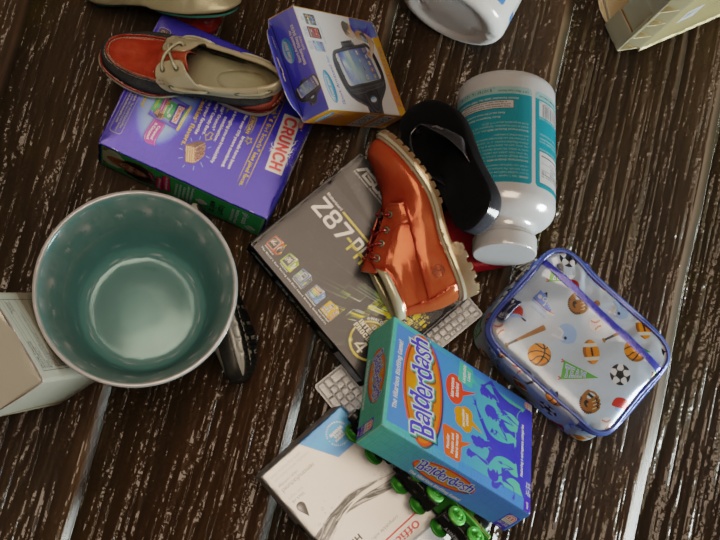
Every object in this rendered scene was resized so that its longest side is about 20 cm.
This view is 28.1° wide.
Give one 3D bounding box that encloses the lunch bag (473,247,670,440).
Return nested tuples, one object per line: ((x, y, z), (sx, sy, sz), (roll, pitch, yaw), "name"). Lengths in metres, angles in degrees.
((0.233, 0.076, 1.585), (0.200, 0.076, 0.160), (44, 75, 1), "lunch bag")

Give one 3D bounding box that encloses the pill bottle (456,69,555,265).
((0.159, -0.110, 1.577), (0.111, 0.111, 0.200), (6, 69, -7), "pill bottle")

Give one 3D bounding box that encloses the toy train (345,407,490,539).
((0.062, 0.213, 1.486), (0.200, 0.042, 0.056), (48, 36, -2), "toy train")

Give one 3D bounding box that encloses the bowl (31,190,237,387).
((-0.223, 0.030, 1.452), (0.201, 0.105, 0.201), (1, 73, -3), "bowl")

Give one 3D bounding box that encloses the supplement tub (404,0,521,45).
((0.143, -0.370, 1.627), (0.132, 0.132, 0.200), (28, 76, -2), "supplement tub")

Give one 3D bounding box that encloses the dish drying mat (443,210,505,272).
((0.065, -0.025, 1.608), (0.200, 0.018, 0.077), (-9, 82, -10), "dish drying mat")

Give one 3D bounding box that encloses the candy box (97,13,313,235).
((-0.161, -0.158, 1.571), (0.200, 0.077, 0.169), (25, 75, -2), "candy box")

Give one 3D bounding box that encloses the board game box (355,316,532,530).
((0.092, 0.158, 1.492), (0.200, 0.045, 0.152), (32, 39, -22), "board game box")

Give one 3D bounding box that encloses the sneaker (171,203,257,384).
((-0.171, 0.032, 1.545), (0.080, 0.074, 0.200), (-23, 79, 3), "sneaker")

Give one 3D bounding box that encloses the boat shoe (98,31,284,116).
((-0.177, -0.213, 1.510), (0.200, 0.063, 0.071), (15, 76, -3), "boat shoe")

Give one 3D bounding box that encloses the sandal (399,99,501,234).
((0.091, -0.121, 1.538), (0.043, 0.200, 0.076), (19, 117, -38), "sandal")

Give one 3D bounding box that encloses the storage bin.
((0.387, -0.343, 1.622), (0.198, 0.200, 0.094), (-24, 86, -12), "storage bin")

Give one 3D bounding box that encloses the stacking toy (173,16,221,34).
((-0.162, -0.356, 1.610), (0.085, 0.085, 0.200), (14, 82, -5), "stacking toy")

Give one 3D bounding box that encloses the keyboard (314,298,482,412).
((0.043, 0.088, 1.587), (0.200, 0.011, 0.056), (-38, 87, -13), "keyboard")

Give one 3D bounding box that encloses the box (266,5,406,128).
((-0.028, -0.217, 1.549), (0.041, 0.200, 0.119), (-23, 82, 26), "box")

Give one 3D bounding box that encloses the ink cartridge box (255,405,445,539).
((-0.001, 0.254, 1.516), (0.116, 0.067, 0.200), (-41, 90, -13), "ink cartridge box")

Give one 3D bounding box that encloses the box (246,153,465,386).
((0.000, 0.000, 1.563), (0.161, 0.049, 0.200), (-39, 91, -13), "box")

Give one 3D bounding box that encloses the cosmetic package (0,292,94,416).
((-0.332, 0.081, 1.432), (0.073, 0.200, 0.104), (-33, 84, 7), "cosmetic package")

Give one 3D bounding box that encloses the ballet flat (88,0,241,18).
((-0.222, -0.313, 1.551), (0.200, 0.069, 0.070), (9, 76, 26), "ballet flat")

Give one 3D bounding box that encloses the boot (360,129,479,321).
((0.038, -0.046, 1.516), (0.107, 0.075, 0.200), (-24, 88, -8), "boot")
